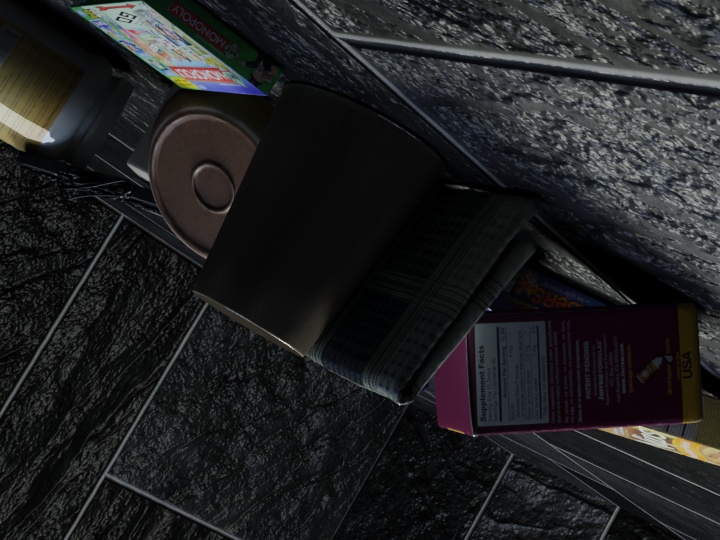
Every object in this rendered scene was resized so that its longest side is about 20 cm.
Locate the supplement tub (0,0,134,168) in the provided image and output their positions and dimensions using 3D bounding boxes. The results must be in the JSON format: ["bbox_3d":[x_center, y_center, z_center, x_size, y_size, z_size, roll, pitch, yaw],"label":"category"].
[{"bbox_3d":[-0.372,-0.211,1.423,0.200,0.145,0.145,33,172,-15],"label":"supplement tub"}]

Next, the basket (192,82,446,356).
[{"bbox_3d":[-0.048,-0.039,1.092,0.180,0.200,0.136,25,171,40],"label":"basket"}]

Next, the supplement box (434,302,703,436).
[{"bbox_3d":[0.173,0.083,1.083,0.199,0.104,0.131,-2,178,-9],"label":"supplement box"}]

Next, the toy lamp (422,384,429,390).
[{"bbox_3d":[0.032,0.045,1.476,0.058,0.201,0.058,-12,-173,1],"label":"toy lamp"}]

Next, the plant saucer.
[{"bbox_3d":[-0.137,-0.086,1.248,0.200,0.201,0.034,28,-145,18],"label":"plant saucer"}]

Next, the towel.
[{"bbox_3d":[0.049,0.013,1.063,0.035,0.200,0.192,41,169,-26],"label":"towel"}]

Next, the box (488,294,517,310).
[{"bbox_3d":[0.117,0.045,1.254,0.121,0.032,0.200,40,169,12],"label":"box"}]

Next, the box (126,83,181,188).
[{"bbox_3d":[-0.126,-0.098,1.357,0.200,0.109,0.128,28,172,19],"label":"box"}]

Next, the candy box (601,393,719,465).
[{"bbox_3d":[0.334,0.157,1.302,0.199,0.055,0.115,16,169,7],"label":"candy box"}]

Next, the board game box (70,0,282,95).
[{"bbox_3d":[-0.167,-0.206,1.115,0.134,0.029,0.200,36,171,-29],"label":"board game box"}]

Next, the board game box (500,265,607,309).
[{"bbox_3d":[0.225,0.060,1.315,0.135,0.035,0.200,27,172,26],"label":"board game box"}]

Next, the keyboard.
[{"bbox_3d":[-0.293,-0.084,1.387,0.199,0.040,0.104,16,169,14],"label":"keyboard"}]
